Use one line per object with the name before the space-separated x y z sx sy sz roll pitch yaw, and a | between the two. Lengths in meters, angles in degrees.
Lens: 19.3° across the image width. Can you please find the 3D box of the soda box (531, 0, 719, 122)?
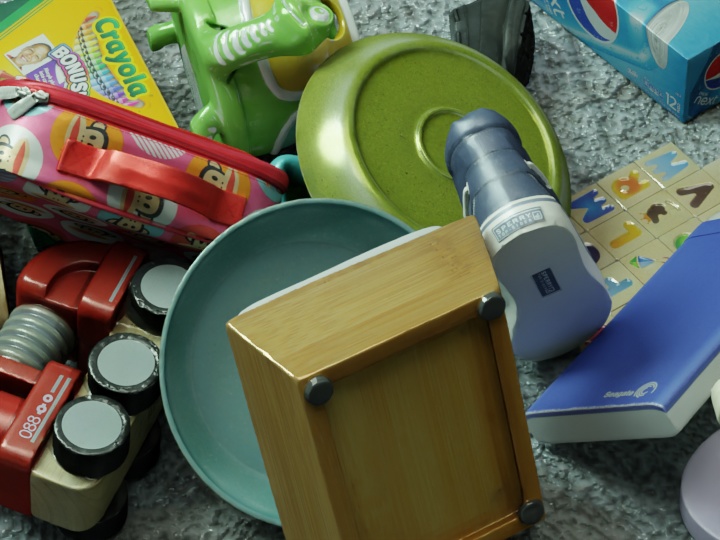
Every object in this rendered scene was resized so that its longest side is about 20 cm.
soda box | 0.195 -0.196 1.544 0.068 0.064 0.200 -30 52 -21

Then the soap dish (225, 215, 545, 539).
soap dish | 0.022 0.088 1.210 0.157 0.200 0.081 -24 32 -16

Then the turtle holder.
turtle holder | -0.070 -0.158 1.450 0.132 0.186 0.141 -17 61 -9

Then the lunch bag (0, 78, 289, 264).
lunch bag | -0.152 -0.057 1.334 0.200 0.176 0.082 19 82 -22

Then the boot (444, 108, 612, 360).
boot | 0.101 -0.020 1.293 0.073 0.200 0.090 -22 63 0

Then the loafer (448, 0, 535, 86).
loafer | 0.076 -0.121 1.487 0.070 0.068 0.201 -1 43 16

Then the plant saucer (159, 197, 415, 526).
plant saucer | -0.028 0.056 1.289 0.200 0.200 0.036 -24 7 -16

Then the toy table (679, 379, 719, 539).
toy table | 0.291 0.098 1.237 0.200 0.117 0.184 -15 49 -10

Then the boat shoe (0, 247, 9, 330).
boat shoe | -0.277 -0.044 1.419 0.070 0.070 0.200 -7 61 -6

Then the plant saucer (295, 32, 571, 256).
plant saucer | 0.055 -0.075 1.368 0.200 0.031 0.200 12 60 -22

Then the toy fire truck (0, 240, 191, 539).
toy fire truck | -0.215 0.064 1.322 0.200 0.129 0.176 19 51 8

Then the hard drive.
hard drive | 0.202 0.031 1.306 0.200 0.025 0.132 -44 18 -29

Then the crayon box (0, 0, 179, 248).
crayon box | -0.207 -0.116 1.508 0.119 0.058 0.200 -20 49 -12

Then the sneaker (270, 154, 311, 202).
sneaker | 0.000 0.000 1.371 0.077 0.080 0.200 -35 59 -25

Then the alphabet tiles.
alphabet tiles | 0.208 -0.010 1.414 0.200 0.006 0.166 -28 52 -19
